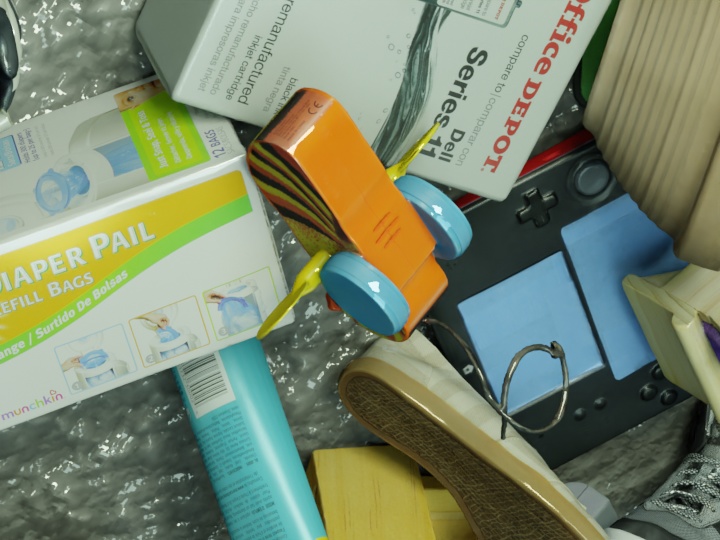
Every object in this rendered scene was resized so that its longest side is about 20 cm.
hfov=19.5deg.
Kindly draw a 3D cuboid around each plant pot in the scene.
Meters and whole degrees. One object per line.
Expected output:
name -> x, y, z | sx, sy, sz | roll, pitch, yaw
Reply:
plant pot -> 0.170, -0.108, 1.064 | 0.092, 0.201, 0.202 | 18, 116, 4

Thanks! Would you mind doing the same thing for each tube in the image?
tube -> -0.052, 0.116, 1.111 | 0.050, 0.202, 0.077 | -13, 168, -33

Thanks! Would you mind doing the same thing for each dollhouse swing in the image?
dollhouse swing -> 0.034, 0.227, 1.229 | 0.174, 0.182, 0.201 | 11, 116, -14

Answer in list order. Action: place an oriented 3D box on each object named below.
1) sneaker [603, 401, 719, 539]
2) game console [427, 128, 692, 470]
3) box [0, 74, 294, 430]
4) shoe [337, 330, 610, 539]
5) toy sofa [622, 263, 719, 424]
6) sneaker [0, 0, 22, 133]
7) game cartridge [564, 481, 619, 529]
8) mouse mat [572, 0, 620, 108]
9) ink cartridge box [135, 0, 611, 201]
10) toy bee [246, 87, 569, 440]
sneaker -> 0.203, 0.129, 1.247 | 0.200, 0.075, 0.115 | 9, 100, -62
game console -> 0.129, 0.016, 1.200 | 0.176, 0.031, 0.201 | -30, 125, -7
box -> -0.148, -0.008, 1.039 | 0.198, 0.113, 0.102 | -20, 125, -7
shoe -> 0.076, 0.108, 1.170 | 0.200, 0.053, 0.070 | 43, 137, 4
toy sofa -> 0.254, -0.007, 1.173 | 0.200, 0.097, 0.083 | -40, 127, -13
sneaker -> -0.209, -0.137, 0.925 | 0.079, 0.130, 0.200 | -27, 126, -3
game cartridge -> 0.093, 0.227, 1.251 | 0.201, 0.041, 0.133 | -55, 147, -14
mouse mat -> 0.189, -0.186, 1.120 | 0.159, 0.008, 0.202 | -11, 123, -13
ink cartridge box -> 0.011, -0.135, 1.038 | 0.199, 0.083, 0.147 | 15, 114, -29
toy bee -> 0.000, 0.000, 1.011 | 0.130, 0.108, 0.201 | -29, 109, -28
